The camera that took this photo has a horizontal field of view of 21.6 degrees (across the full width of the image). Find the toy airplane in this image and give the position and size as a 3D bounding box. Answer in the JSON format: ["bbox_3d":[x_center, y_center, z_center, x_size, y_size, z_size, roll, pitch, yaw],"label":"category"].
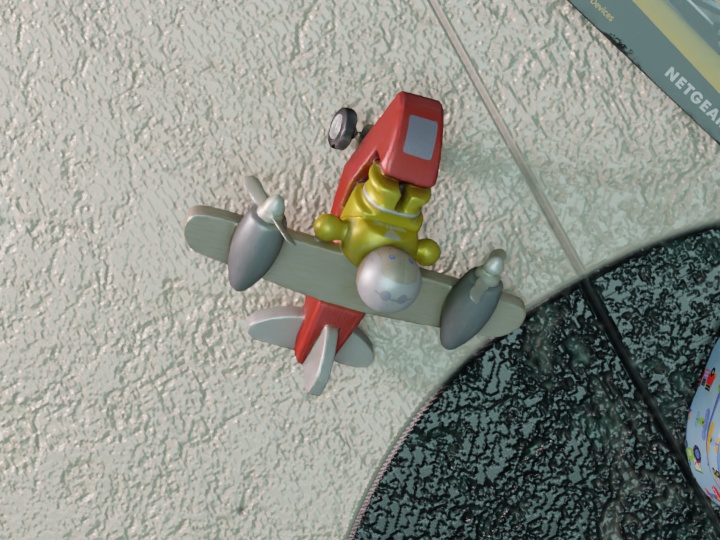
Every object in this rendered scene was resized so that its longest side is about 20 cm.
[{"bbox_3d":[0.000,0.000,1.306,0.199,0.141,0.200,-27,116,-4],"label":"toy airplane"}]

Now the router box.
[{"bbox_3d":[0.232,-0.208,1.294,0.200,0.052,0.157,42,100,-2],"label":"router box"}]

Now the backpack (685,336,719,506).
[{"bbox_3d":[0.330,0.117,1.298,0.198,0.135,0.184,21,100,5],"label":"backpack"}]
